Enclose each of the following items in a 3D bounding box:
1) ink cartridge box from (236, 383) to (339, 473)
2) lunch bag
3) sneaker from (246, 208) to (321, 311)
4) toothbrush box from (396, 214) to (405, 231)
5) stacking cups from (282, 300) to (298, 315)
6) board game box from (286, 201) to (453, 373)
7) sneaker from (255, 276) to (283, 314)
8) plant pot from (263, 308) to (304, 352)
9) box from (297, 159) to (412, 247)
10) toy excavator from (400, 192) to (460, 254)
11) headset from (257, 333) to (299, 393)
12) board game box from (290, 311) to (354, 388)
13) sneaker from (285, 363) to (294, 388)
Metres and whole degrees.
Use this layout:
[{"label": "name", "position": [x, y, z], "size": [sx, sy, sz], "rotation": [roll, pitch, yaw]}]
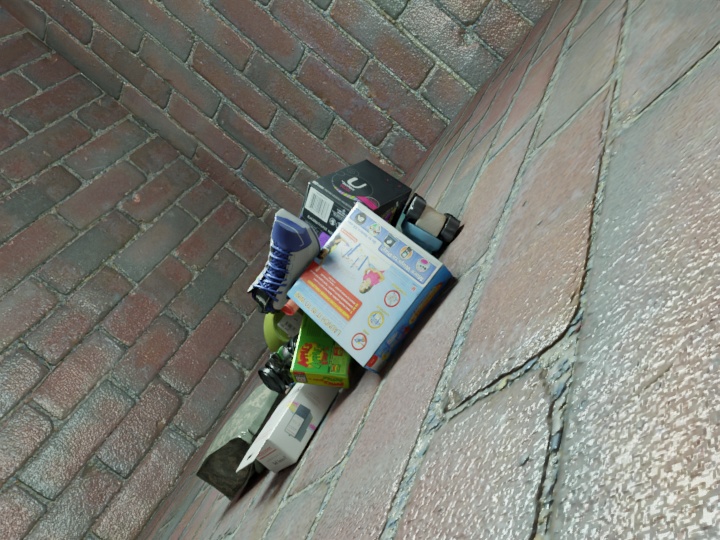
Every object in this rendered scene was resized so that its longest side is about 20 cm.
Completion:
[{"label": "ink cartridge box", "position": [-0.129, 0.284, 1.076], "size": [0.201, 0.067, 0.117], "rotation": [-55, 6, -37]}, {"label": "lunch bag", "position": [-0.229, 0.346, 1.248], "size": [0.201, 0.117, 0.164], "rotation": [-53, 3, 36]}, {"label": "sneaker", "position": [-0.131, 0.005, 1.014], "size": [0.116, 0.080, 0.201], "rotation": [-52, -16, -33]}, {"label": "toothbrush box", "position": [0.055, -0.063, 1.434], "size": [0.147, 0.085, 0.200], "rotation": [-48, -8, 28]}, {"label": "stacking cups", "position": [-0.100, 0.009, 1.266], "size": [0.201, 0.060, 0.060], "rotation": [-57, 8, -25]}, {"label": "board game box", "position": [0.011, 0.024, 0.968], "size": [0.197, 0.199, 0.056], "rotation": [-51, -32, 1]}, {"label": "sneaker", "position": [-0.149, 0.015, 1.294], "size": [0.077, 0.086, 0.200], "rotation": [7, 27, 29]}, {"label": "plant pot", "position": [-0.143, 0.127, 1.380], "size": [0.188, 0.186, 0.200], "rotation": [-52, -4, -7]}, {"label": "box", "position": [-0.011, -0.119, 1.145], "size": [0.199, 0.122, 0.107], "rotation": [-33, -27, -50]}, {"label": "toy excavator", "position": [0.099, -0.044, 1.209], "size": [0.202, 0.099, 0.195], "rotation": [-59, 3, 10]}, {"label": "headset", "position": [-0.147, 0.169, 1.146], "size": [0.123, 0.094, 0.200], "rotation": [-43, 14, -3]}, {"label": "board game box", "position": [-0.054, 0.104, 1.081], "size": [0.048, 0.100, 0.202], "rotation": [81, -164, -55]}, {"label": "sneaker", "position": [-0.112, 0.209, 1.279], "size": [0.079, 0.089, 0.200], "rotation": [-50, 1, 8]}]
